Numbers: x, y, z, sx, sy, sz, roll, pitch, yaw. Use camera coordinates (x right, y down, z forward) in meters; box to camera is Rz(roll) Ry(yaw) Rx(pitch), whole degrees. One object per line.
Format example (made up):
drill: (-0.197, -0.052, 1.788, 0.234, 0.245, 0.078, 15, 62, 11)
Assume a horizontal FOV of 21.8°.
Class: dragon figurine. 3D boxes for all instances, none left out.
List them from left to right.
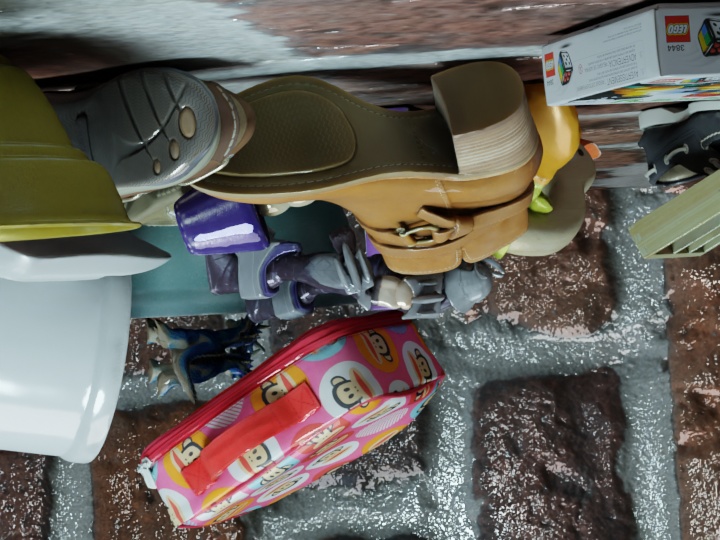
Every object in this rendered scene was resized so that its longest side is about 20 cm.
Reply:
dragon figurine: (-0.105, 0.062, 1.391, 0.099, 0.059, 0.200, -4, -179, -12)

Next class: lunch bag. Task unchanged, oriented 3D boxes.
lunch bag: (-0.052, 0.107, 1.299, 0.200, 0.082, 0.176, -35, 169, 23)

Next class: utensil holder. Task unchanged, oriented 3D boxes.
utensil holder: (-0.282, 0.042, 1.340, 0.200, 0.170, 0.170, 10, 176, -20)

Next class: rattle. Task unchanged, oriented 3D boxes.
rattle: (0.128, -0.102, 1.256, 0.130, 0.143, 0.200, 33, -143, 28)

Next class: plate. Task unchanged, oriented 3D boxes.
plate: (-0.253, -0.036, 1.242, 0.200, 0.032, 0.200, 25, -170, 19)

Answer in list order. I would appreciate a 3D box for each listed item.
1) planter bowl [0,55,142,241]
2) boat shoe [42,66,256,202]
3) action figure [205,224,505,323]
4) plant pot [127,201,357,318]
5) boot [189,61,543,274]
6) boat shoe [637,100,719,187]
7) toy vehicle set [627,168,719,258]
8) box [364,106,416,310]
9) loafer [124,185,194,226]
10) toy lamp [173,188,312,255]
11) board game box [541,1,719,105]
planter bowl: (-0.201, -0.054, 0.841, 0.200, 0.083, 0.200, -3, 179, 0)
boat shoe: (-0.142, -0.064, 0.988, 0.200, 0.076, 0.072, -2, -177, 33)
action figure: (0.000, 0.000, 1.196, 0.200, 0.069, 0.130, 1, 175, 29)
plant pot: (-0.098, -0.035, 1.430, 0.200, 0.134, 0.200, -3, 180, 0)
boot: (0.005, -0.044, 1.058, 0.200, 0.074, 0.155, -7, 153, 3)
boat shoe: (0.258, -0.094, 1.359, 0.074, 0.060, 0.200, -2, 180, -19)
toy vehicle set: (0.296, -0.070, 1.324, 0.200, 0.027, 0.124, -34, 166, 26)
box: (0.042, -0.043, 1.349, 0.039, 0.137, 0.200, -4, -179, 14)
loafer: (-0.124, -0.063, 1.229, 0.067, 0.076, 0.200, 4, 177, -29)
toy lamp: (-0.014, -0.056, 1.132, 0.200, 0.058, 0.058, -17, 180, 2)
board game box: (0.202, -0.103, 0.881, 0.200, 0.035, 0.126, -4, 180, -16)
